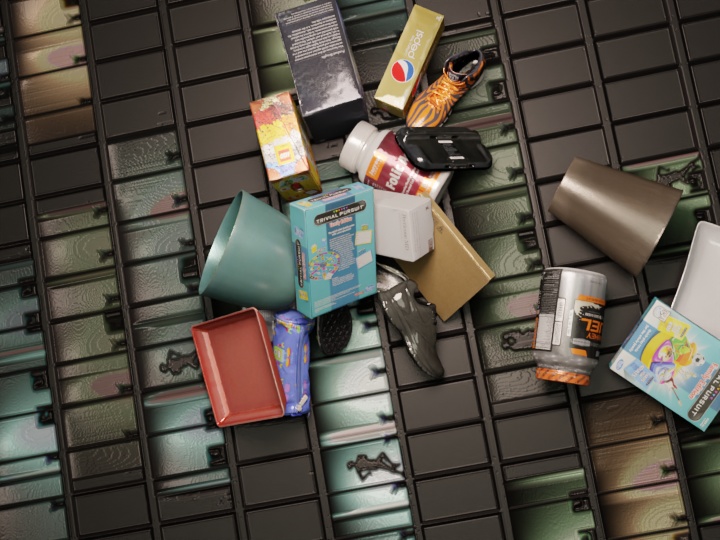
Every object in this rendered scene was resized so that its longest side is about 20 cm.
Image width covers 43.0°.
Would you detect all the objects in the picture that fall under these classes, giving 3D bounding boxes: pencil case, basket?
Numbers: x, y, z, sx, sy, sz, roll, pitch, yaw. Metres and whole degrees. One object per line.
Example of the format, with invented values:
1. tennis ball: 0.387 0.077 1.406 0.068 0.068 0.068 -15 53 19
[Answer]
1. pencil case: -0.126 0.175 1.694 0.077 0.086 0.203 -3 102 -35
2. basket: 0.457 -0.114 1.672 0.198 0.136 0.182 30 86 11

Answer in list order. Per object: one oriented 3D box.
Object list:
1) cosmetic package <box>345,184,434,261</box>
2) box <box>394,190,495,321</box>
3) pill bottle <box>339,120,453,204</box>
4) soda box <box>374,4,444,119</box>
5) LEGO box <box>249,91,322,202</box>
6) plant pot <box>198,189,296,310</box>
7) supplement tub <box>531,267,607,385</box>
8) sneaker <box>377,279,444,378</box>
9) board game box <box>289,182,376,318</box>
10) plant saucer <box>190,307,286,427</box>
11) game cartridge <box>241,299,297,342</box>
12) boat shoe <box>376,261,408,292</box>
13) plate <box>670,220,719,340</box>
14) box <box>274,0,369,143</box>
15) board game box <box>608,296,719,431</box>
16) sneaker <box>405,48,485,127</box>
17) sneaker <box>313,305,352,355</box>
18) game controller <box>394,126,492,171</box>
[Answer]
1. cosmetic package: 0.034 -0.089 1.675 0.198 0.074 0.103 13 120 40
2. box: 0.137 -0.023 1.687 0.021 0.164 0.201 -33 80 -40
3. pill bottle: 0.067 -0.193 1.722 0.198 0.114 0.115 29 87 8
4. soda box: 0.096 -0.402 1.766 0.063 0.068 0.202 22 86 8
5. LEGO box: -0.135 -0.224 1.702 0.076 0.200 0.151 -15 82 3
6. plant pot: -0.181 -0.021 1.659 0.159 0.200 0.203 23 86 -15
7. supplement tub: 0.377 0.102 1.657 0.121 0.123 0.203 8 85 6
8. sneaker: 0.112 0.108 1.685 0.090 0.076 0.201 -31 106 -3
9. board game box: -0.045 -0.036 1.601 0.150 0.047 0.203 -20 120 -34
10. plant saucer: -0.219 0.179 1.695 0.199 0.036 0.202 -17 88 43
11. game cartridge: -0.167 0.038 1.761 0.128 0.038 0.203 -2 84 9
12. boat shoe: 0.000 0.000 1.732 0.197 0.064 0.072 15 85 7
13. plate: 0.685 0.034 1.681 0.198 0.032 0.202 18 85 7
14. box: -0.066 -0.369 1.713 0.122 0.200 0.201 -15 83 3
15. board game box: 0.576 0.168 1.652 0.199 0.047 0.152 34 102 9
16. sneaker: 0.158 -0.347 1.732 0.077 0.112 0.200 41 89 8
17. sneaker: -0.066 0.059 1.729 0.071 0.083 0.203 -14 110 -22
18. game controller: 0.157 -0.225 1.694 0.198 0.042 0.105 -6 60 -36
